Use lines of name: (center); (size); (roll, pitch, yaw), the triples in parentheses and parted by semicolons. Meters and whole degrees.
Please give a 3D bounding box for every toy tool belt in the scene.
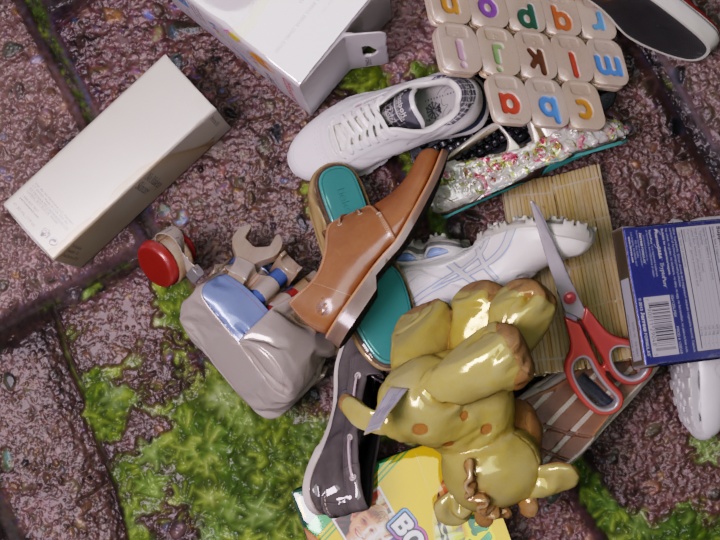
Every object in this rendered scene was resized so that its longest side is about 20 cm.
toy tool belt: (-0.098, 0.026, 1.274); (0.200, 0.125, 0.123); (49, 52, 3)

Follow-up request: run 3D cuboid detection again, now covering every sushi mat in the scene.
sushi mat: (0.187, -0.001, 1.261); (0.095, 0.012, 0.200); (-9, 64, 6)

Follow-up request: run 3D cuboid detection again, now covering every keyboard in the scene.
keyboard: (0.133, -0.153, 1.300); (0.200, 0.040, 0.104); (-31, 85, -1)

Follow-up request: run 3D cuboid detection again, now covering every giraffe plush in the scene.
giraffe plush: (0.100, 0.125, 1.153); (0.200, 0.172, 0.162); (-47, 112, -30)

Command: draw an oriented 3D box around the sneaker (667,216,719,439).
sneaker: (0.318, 0.051, 1.250); (0.080, 0.076, 0.200); (-1, 86, -5)

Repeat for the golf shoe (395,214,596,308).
golf shoe: (0.122, 0.008, 1.238); (0.200, 0.078, 0.097); (-14, 74, 36)

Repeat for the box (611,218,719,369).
box: (0.322, 0.014, 1.203); (0.200, 0.032, 0.121); (-5, 81, -12)

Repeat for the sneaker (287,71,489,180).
sneaker: (0.016, -0.135, 1.271); (0.200, 0.080, 0.077); (-21, 89, 19)

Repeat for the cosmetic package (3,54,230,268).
cosmetic package: (-0.221, -0.098, 1.285); (0.200, 0.104, 0.073); (-42, 85, 0)

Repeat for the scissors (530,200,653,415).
scissors: (0.177, 0.037, 1.186); (0.073, 0.014, 0.200); (-37, 106, 7)

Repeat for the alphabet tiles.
alphabet tiles: (0.150, -0.213, 1.258); (0.200, 0.015, 0.196); (1, 66, -28)

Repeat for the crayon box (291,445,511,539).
crayon box: (0.052, 0.264, 1.258); (0.172, 0.058, 0.200); (-20, 84, 1)

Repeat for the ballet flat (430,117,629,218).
ballet flat: (0.147, -0.110, 1.269); (0.200, 0.076, 0.064); (-23, 95, -5)

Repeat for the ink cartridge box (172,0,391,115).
ink cartridge box: (-0.068, -0.245, 1.275); (0.200, 0.129, 0.125); (40, 89, 6)

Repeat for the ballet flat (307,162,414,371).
ballet flat: (0.000, 0.000, 1.264); (0.069, 0.063, 0.200); (-11, 75, -19)

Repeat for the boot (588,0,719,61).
boot: (0.268, -0.297, 1.295); (0.200, 0.072, 0.144); (34, 67, -8)

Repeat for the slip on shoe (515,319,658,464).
slip on shoe: (0.189, 0.120, 1.252); (0.200, 0.061, 0.076); (-44, 81, -8)

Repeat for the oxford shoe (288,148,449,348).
oxford shoe: (0.009, -0.034, 1.204); (0.071, 0.071, 0.200); (33, 75, 8)

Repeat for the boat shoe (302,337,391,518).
boat shoe: (0.004, 0.129, 1.239); (0.057, 0.067, 0.200); (-3, 53, 28)
